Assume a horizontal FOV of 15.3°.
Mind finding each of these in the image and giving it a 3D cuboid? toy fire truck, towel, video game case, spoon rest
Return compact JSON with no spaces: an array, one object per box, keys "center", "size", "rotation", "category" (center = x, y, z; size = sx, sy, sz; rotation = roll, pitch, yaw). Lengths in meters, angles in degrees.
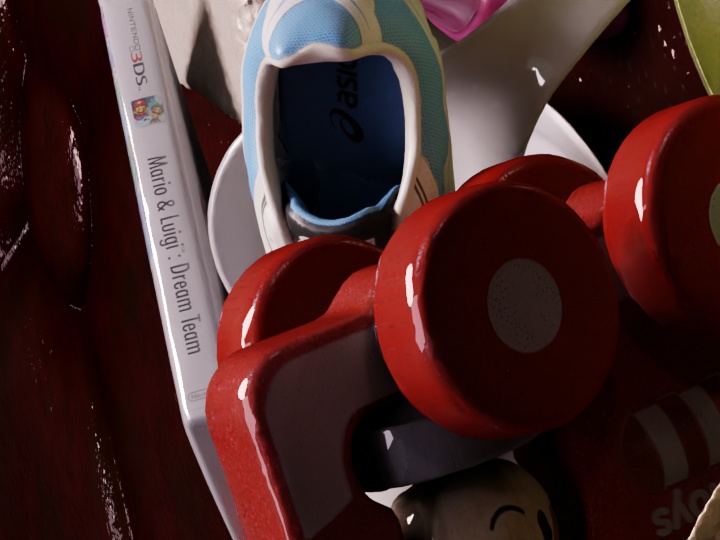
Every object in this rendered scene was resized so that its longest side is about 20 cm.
[{"center":[0.060,0.054,0.749],"size":[0.112,0.199,0.169],"rotation":[-16,94,56],"category":"toy fire truck"},{"center":[-0.057,-0.130,1.047],"size":[0.200,0.034,0.133],"rotation":[-142,43,-69],"category":"towel"},{"center":[-0.060,0.014,1.052],"size":[0.200,0.024,0.183],"rotation":[76,-179,-64],"category":"video game case"},{"center":[0.027,-0.046,0.871],"size":[0.200,0.099,0.061],"rotation":[-48,1,22],"category":"spoon rest"}]

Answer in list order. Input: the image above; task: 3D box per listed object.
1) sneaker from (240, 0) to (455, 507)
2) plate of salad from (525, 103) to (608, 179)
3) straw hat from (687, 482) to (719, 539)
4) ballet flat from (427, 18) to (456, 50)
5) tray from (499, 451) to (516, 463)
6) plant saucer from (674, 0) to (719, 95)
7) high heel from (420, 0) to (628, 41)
[{"center":[0.000,0.000,0.839],"size":[0.073,0.071,0.201],"rotation":[-61,-36,-57],"category":"sneaker"},{"center":[0.053,0.029,0.967],"size":[0.200,0.048,0.201],"rotation":[41,138,50],"category":"plate of salad"},{"center":[0.177,0.104,0.638],"size":[0.085,0.200,0.202],"rotation":[4,-106,-70],"category":"straw hat"},{"center":[-0.012,-0.111,1.074],"size":[0.200,0.069,0.070],"rotation":[-135,41,-57],"category":"ballet flat"},{"center":[0.032,0.037,0.917],"size":[0.200,0.022,0.108],"rotation":[44,114,40],"category":"tray"},{"center":[0.141,-0.111,0.737],"size":[0.200,0.031,0.201],"rotation":[170,90,-69],"category":"plant saucer"},{"center":[0.039,-0.123,0.988],"size":[0.200,0.096,0.068],"rotation":[-94,21,-65],"category":"high heel"}]
